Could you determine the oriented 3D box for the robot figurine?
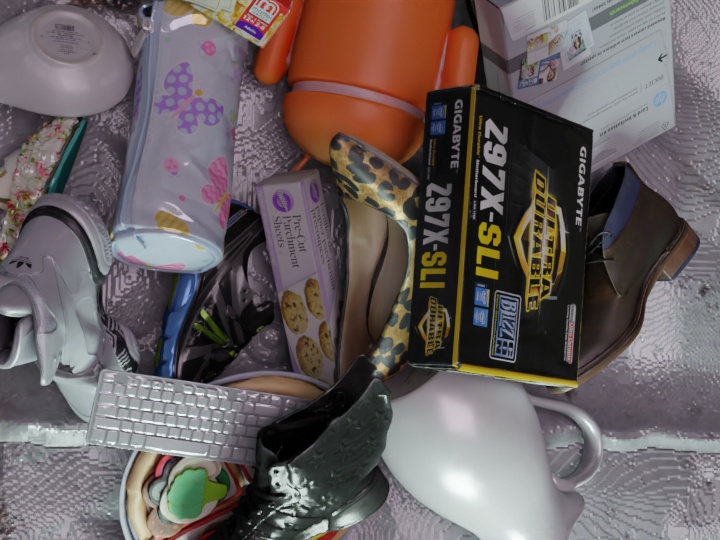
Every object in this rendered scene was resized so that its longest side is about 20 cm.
[{"bbox_3d":[0.004,-0.162,1.161,0.144,0.117,0.200,14,85,-29],"label":"robot figurine"}]

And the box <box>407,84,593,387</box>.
[{"bbox_3d":[0.105,-0.021,1.107,0.160,0.049,0.200,12,80,-48],"label":"box"}]

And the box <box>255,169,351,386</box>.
[{"bbox_3d":[-0.037,0.024,1.163,0.041,0.039,0.200,-3,107,23],"label":"box"}]

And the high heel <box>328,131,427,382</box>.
[{"bbox_3d":[0.000,0.000,1.104,0.143,0.071,0.200,-54,139,-12],"label":"high heel"}]

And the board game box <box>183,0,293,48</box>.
[{"bbox_3d":[-0.132,-0.269,1.110,0.200,0.046,0.152,28,44,-16],"label":"board game box"}]

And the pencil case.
[{"bbox_3d":[-0.132,-0.098,1.105,0.083,0.091,0.200,-5,70,24],"label":"pencil case"}]

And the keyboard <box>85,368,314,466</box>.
[{"bbox_3d":[-0.094,0.111,1.094,0.200,0.011,0.056,10,97,-18],"label":"keyboard"}]

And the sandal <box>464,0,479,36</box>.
[{"bbox_3d":[0.102,-0.216,1.194,0.059,0.079,0.207,-44,142,20],"label":"sandal"}]

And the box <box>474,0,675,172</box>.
[{"bbox_3d":[0.173,-0.164,1.195,0.156,0.041,0.200,-29,135,-15],"label":"box"}]

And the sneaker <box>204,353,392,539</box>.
[{"bbox_3d":[-0.057,0.150,1.081,0.200,0.060,0.104,-29,125,0],"label":"sneaker"}]

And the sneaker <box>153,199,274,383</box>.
[{"bbox_3d":[-0.109,0.045,1.150,0.083,0.071,0.200,14,84,-11],"label":"sneaker"}]

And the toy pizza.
[{"bbox_3d":[-0.081,0.167,1.142,0.200,0.032,0.200,-8,117,-17],"label":"toy pizza"}]

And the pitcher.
[{"bbox_3d":[0.107,0.132,1.207,0.200,0.121,0.172,54,55,-21],"label":"pitcher"}]

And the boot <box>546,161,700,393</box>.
[{"bbox_3d":[0.189,0.003,1.232,0.097,0.075,0.200,51,60,-18],"label":"boot"}]

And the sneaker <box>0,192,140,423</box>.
[{"bbox_3d":[-0.217,0.054,1.063,0.115,0.075,0.200,-57,153,-46],"label":"sneaker"}]

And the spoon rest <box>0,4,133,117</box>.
[{"bbox_3d":[-0.264,-0.159,1.104,0.200,0.061,0.099,7,57,-20],"label":"spoon rest"}]

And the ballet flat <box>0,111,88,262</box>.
[{"bbox_3d":[-0.256,-0.030,1.105,0.064,0.076,0.200,17,83,-7],"label":"ballet flat"}]
